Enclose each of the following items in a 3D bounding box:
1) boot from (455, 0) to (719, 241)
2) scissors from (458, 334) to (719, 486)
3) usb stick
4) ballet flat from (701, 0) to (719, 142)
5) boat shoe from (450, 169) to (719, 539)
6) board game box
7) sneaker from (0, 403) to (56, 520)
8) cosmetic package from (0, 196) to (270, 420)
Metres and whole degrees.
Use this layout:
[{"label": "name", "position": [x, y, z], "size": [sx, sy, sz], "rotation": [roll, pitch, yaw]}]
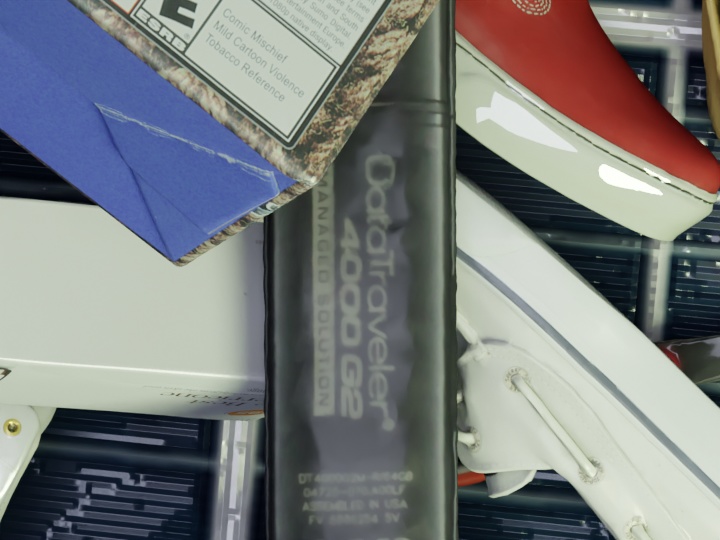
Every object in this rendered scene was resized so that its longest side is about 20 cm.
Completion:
[{"label": "boot", "position": [0.055, -0.116, 0.828], "size": [0.200, 0.072, 0.144], "rotation": [41, 97, 6]}, {"label": "scissors", "position": [0.081, 0.037, 0.865], "size": [0.199, 0.014, 0.074], "rotation": [5, 93, 6]}, {"label": "usb stick", "position": [0.000, 0.000, 0.783], "size": [0.055, 0.033, 0.201], "rotation": [-1, 85, 3]}, {"label": "ballet flat", "position": [0.125, -0.123, 0.820], "size": [0.068, 0.063, 0.201], "rotation": [-8, 93, 9]}, {"label": "boat shoe", "position": [0.055, 0.038, 0.829], "size": [0.200, 0.072, 0.066], "rotation": [43, 91, -5]}, {"label": "board game box", "position": [-0.039, -0.133, 0.708], "size": [0.159, 0.097, 0.200], "rotation": [39, 66, -11]}, {"label": "sneaker", "position": [-0.145, 0.011, 0.871], "size": [0.115, 0.074, 0.201], "rotation": [7, 92, -7]}, {"label": "cosmetic package", "position": [-0.106, 0.010, 0.803], "size": [0.199, 0.082, 0.051], "rotation": [5, 81, -23]}]
